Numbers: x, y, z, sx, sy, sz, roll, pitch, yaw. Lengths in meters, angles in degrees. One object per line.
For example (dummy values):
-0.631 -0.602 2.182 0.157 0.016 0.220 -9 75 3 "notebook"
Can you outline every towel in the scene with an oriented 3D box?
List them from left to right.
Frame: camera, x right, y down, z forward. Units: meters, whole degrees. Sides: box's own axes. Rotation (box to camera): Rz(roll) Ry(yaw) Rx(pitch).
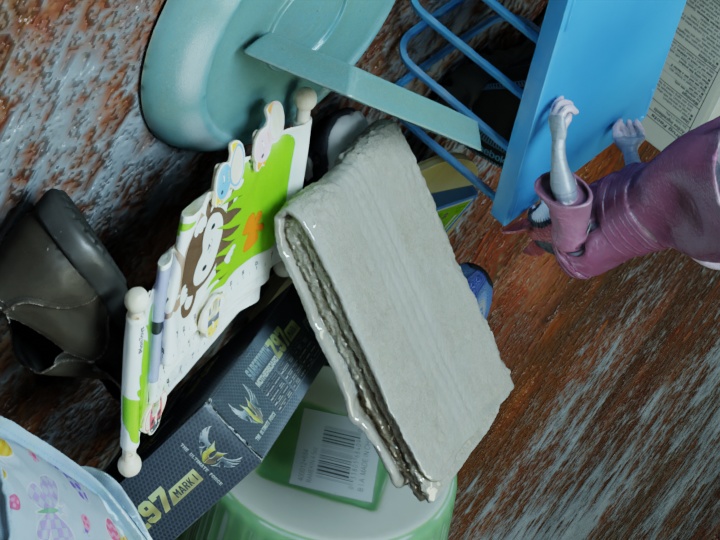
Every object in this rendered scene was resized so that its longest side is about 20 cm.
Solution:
0.022 0.024 1.231 0.034 0.201 0.133 -12 -159 34 "towel"

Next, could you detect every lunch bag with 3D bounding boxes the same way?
-0.205 0.175 1.105 0.168 0.128 0.200 -25 148 14 "lunch bag"

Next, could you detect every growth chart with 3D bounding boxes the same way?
-0.078 -0.001 1.134 0.200 0.018 0.146 -52 157 -41 "growth chart"

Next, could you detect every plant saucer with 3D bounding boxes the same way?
-0.036 -0.140 1.128 0.200 0.027 0.201 -41 157 -21 "plant saucer"
0.007 -0.098 1.159 0.200 0.069 0.019 11 102 -67 "plant saucer"

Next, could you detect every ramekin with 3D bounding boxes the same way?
-0.029 0.156 1.419 0.199 0.199 0.098 -29 145 -42 "ramekin"

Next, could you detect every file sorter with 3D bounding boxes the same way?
0.106 -0.158 1.246 0.138 0.123 0.201 -36 155 -30 "file sorter"

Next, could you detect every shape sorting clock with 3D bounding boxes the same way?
-0.001 -0.008 1.405 0.200 0.039 0.200 -40 167 -11 "shape sorting clock"

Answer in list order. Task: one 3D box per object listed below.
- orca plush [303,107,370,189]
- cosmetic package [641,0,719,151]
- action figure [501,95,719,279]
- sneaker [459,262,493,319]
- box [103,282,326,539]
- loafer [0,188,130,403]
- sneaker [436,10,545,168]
0.000 0.000 1.297 0.105 0.071 0.201 -48 119 -37 "orca plush"
0.260 -0.189 1.531 0.087 0.103 0.201 -28 152 -41 "cosmetic package"
0.171 -0.033 1.213 0.199 0.150 0.133 -24 168 40 "action figure"
0.045 0.052 1.505 0.089 0.079 0.200 -46 -178 -30 "sneaker"
-0.098 0.102 1.248 0.158 0.051 0.200 -42 -174 23 "box"
-0.157 0.023 1.120 0.071 0.073 0.200 -34 154 -7 "loafer"
0.139 -0.131 1.416 0.200 0.082 0.074 -40 156 -27 "sneaker"
